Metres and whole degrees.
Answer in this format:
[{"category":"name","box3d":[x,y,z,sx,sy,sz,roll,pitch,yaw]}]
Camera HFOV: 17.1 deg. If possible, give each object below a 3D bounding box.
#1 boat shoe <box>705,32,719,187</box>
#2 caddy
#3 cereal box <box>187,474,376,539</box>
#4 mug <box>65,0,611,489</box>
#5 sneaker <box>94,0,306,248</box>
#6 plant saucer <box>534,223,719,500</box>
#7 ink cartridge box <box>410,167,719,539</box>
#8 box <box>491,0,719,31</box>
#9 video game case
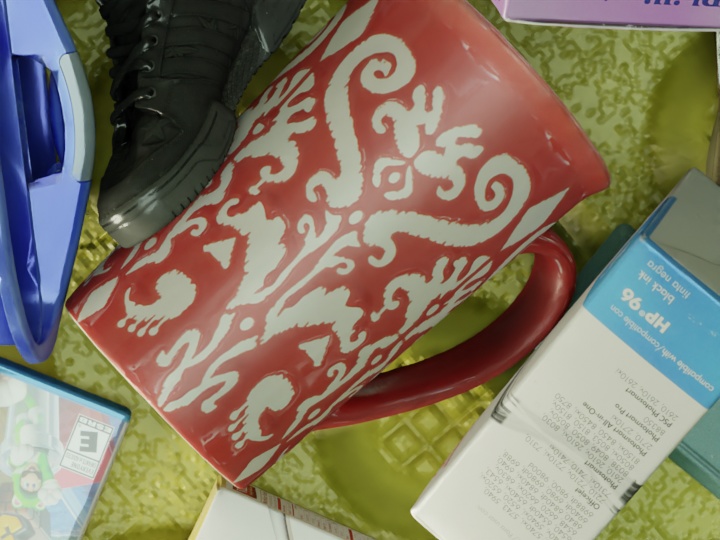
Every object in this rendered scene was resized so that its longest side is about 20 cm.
[{"category":"boat shoe","box3d":[0.187,-0.101,1.035,0.071,0.065,0.200,-1,97,-3]},{"category":"caddy","box3d":[-0.161,-0.059,0.981,0.105,0.141,0.200,-5,102,1]},{"category":"cereal box","box3d":[-0.003,0.196,1.074,0.200,0.040,0.144,23,95,-6]},{"category":"mug","box3d":[0.000,-0.001,0.994,0.200,0.133,0.178,-43,101,-3]},{"category":"sneaker","box3d":[-0.086,-0.109,0.979,0.104,0.060,0.200,44,48,-21]},{"category":"plant saucer","box3d":[0.172,0.068,1.080,0.200,0.019,0.070,39,94,-8]},{"category":"ink cartridge box","box3d":[0.093,0.062,1.005,0.068,0.116,0.200,40,114,4]},{"category":"box","box3d":[0.092,-0.218,0.927,0.097,0.176,0.200,0,117,-13]},{"category":"video game case","box3d":[-0.205,0.128,1.066,0.143,0.018,0.200,22,96,-6]}]
